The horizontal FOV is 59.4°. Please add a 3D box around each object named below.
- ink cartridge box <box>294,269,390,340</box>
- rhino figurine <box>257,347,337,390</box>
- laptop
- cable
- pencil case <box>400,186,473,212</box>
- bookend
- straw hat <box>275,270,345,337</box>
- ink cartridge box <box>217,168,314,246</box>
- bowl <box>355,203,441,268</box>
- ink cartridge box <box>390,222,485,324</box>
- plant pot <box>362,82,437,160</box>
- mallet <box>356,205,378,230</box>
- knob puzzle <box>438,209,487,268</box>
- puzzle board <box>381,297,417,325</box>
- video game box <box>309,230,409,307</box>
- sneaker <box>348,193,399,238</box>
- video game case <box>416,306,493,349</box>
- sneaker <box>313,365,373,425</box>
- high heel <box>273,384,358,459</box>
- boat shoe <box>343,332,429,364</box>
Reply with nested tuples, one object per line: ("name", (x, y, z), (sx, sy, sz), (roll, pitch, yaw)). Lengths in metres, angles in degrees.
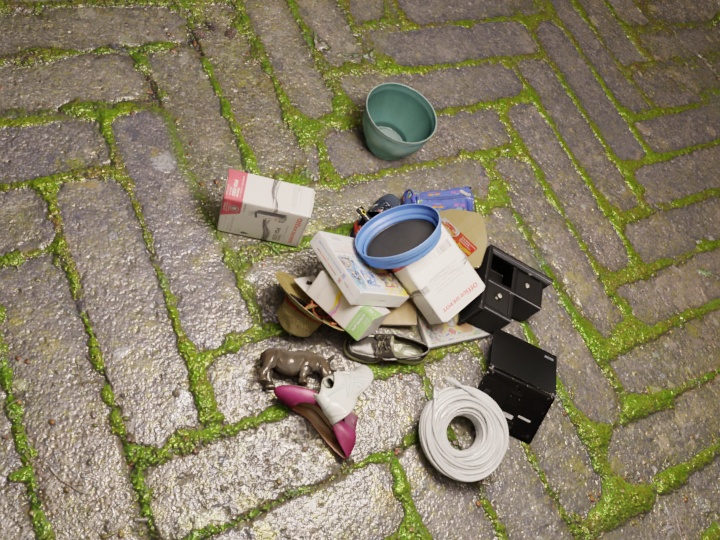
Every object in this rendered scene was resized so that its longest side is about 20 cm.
("ink cartridge box", (-0.041, 0.058, 1.413), (0.200, 0.067, 0.117), (42, 17, 13))
("rhino figurine", (-0.124, 0.209, 1.347), (0.198, 0.060, 0.088), (8, 52, -20))
("laptop", (0.357, 0.269, 1.488), (0.176, 0.103, 0.201), (25, 98, -5))
("cable", (0.221, 0.353, 1.376), (0.199, 0.069, 0.201), (24, 70, -3))
("pencil case", (0.208, -0.179, 1.664), (0.198, 0.087, 0.079), (-5, 68, -21))
("bookend", (0.363, 0.074, 1.561), (0.198, 0.092, 0.201), (28, 53, -12))
("straw hat", (-0.132, 0.097, 1.383), (0.201, 0.201, 0.085), (40, 99, 4))
("ink cartridge box", (-0.218, -0.139, 1.449), (0.198, 0.146, 0.085), (10, 61, -14))
("bowl", (0.087, -0.076, 1.412), (0.199, 0.040, 0.201), (-16, 34, 11))
("ink cartridge box", (0.171, 0.005, 1.471), (0.146, 0.083, 0.201), (-37, 93, -20))
("plant pot", (0.089, -0.383, 1.701), (0.199, 0.134, 0.202), (9, 61, -16))
("mallet", (0.067, -0.078, 1.514), (0.066, 0.041, 0.201), (-35, 95, -24))
("knob puzzle", (0.232, -0.071, 1.595), (0.218, 0.030, 0.221), (-5, 65, 11))
("puzzle board", (0.055, 0.039, 1.519), (0.149, 0.017, 0.201), (2, 61, -7))
("video game box", (0.000, 0.000, 1.421), (0.199, 0.047, 0.183), (8, 39, -54))
("sneaker", (0.048, -0.136, 1.582), (0.075, 0.085, 0.200), (36, 57, 2))
("video game case", (0.220, 0.092, 1.560), (0.199, 0.023, 0.183), (-9, 66, -24))
("sneaker", (-0.032, 0.238, 1.318), (0.080, 0.070, 0.200), (48, 26, 0))
("high heel", (-0.095, 0.307, 1.297), (0.199, 0.068, 0.097), (24, 47, -11))
("boat shoe", (0.062, 0.171, 1.432), (0.199, 0.066, 0.072), (9, 61, -16))
